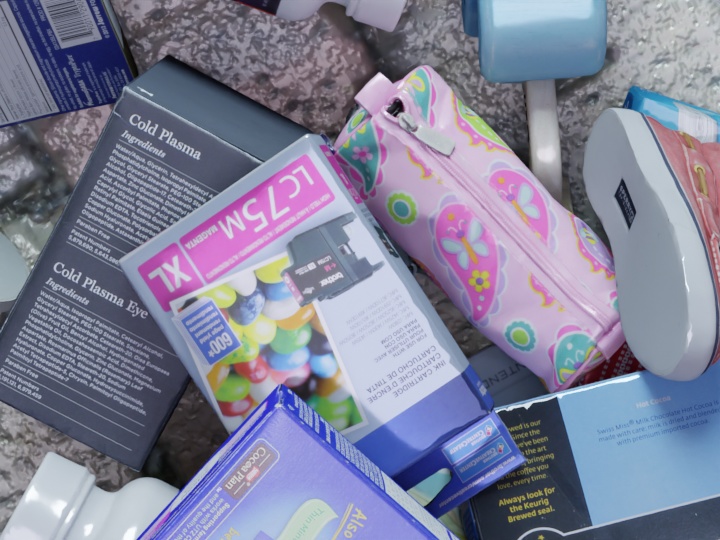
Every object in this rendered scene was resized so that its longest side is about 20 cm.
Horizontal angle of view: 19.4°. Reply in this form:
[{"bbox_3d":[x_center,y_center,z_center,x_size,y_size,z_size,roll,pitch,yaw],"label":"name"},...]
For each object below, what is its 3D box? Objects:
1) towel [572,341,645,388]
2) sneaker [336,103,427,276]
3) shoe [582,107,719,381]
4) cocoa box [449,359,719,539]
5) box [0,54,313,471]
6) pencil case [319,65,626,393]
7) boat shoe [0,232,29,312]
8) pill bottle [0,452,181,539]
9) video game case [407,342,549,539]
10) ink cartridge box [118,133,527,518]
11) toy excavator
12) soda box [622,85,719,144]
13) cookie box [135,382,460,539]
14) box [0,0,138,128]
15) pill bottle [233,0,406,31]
[{"bbox_3d":[0.233,0.059,1.221,0.200,0.022,0.145,23,94,-5],"label":"towel"},{"bbox_3d":[0.000,0.000,1.252,0.082,0.075,0.200,21,100,-3],"label":"sneaker"},{"bbox_3d":[0.184,-0.013,1.125,0.091,0.200,0.072,10,126,-16],"label":"shoe"},{"bbox_3d":[0.155,0.125,1.133,0.200,0.133,0.131,-14,78,-2],"label":"cocoa box"},{"bbox_3d":[-0.115,-0.011,1.187,0.104,0.200,0.182,27,101,-4],"label":"box"},{"bbox_3d":[0.070,-0.025,1.175,0.087,0.087,0.200,-44,86,8],"label":"pencil case"},{"bbox_3d":[-0.299,-0.013,1.260,0.200,0.071,0.064,20,134,-12],"label":"boat shoe"},{"bbox_3d":[-0.096,0.178,1.108,0.200,0.112,0.112,29,100,-5],"label":"pill bottle"},{"bbox_3d":[0.103,0.141,1.219,0.182,0.022,0.200,-27,82,-18],"label":"video game case"},{"bbox_3d":[-0.018,0.046,1.061,0.119,0.042,0.200,-33,91,7],"label":"ink cartridge box"},{"bbox_3d":[0.100,-0.121,1.208,0.100,0.194,0.200,-2,73,0],"label":"toy excavator"},{"bbox_3d":[0.246,-0.045,1.250,0.200,0.064,0.068,18,101,-4],"label":"soda box"},{"bbox_3d":[-0.020,0.184,1.017,0.200,0.075,0.171,42,95,-5],"label":"cookie box"},{"bbox_3d":[-0.238,-0.122,1.212,0.200,0.121,0.032,-14,58,1],"label":"box"},{"bbox_3d":[-0.061,-0.207,1.192,0.200,0.111,0.112,20,101,-4],"label":"pill bottle"}]
